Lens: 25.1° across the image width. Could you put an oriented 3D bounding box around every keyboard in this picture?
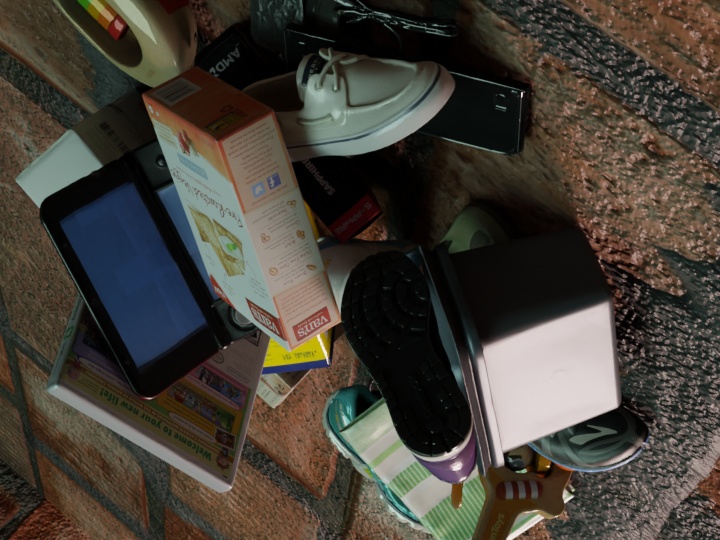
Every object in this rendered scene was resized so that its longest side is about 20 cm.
[{"bbox_3d":[0.034,-0.157,1.235,0.199,0.021,0.127,16,142,14],"label":"keyboard"}]

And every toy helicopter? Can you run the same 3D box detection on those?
[{"bbox_3d":[0.127,0.209,1.514,0.132,0.201,0.079,28,157,-8],"label":"toy helicopter"}]

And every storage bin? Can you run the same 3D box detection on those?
[{"bbox_3d":[0.134,0.051,1.329,0.200,0.134,0.146,76,177,-48],"label":"storage bin"}]

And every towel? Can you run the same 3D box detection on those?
[{"bbox_3d":[0.100,0.192,1.621,0.200,0.152,0.023,49,-164,-12],"label":"towel"}]

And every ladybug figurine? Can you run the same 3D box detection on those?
[{"bbox_3d":[-0.221,-0.254,1.467,0.200,0.072,0.136,46,156,-7],"label":"ladybug figurine"}]

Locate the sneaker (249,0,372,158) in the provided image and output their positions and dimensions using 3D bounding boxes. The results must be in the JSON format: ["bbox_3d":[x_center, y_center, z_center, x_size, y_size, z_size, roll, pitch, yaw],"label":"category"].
[{"bbox_3d":[-0.043,-0.188,1.318,0.104,0.060,0.200,25,143,25],"label":"sneaker"}]

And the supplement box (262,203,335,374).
[{"bbox_3d":[-0.099,-0.002,1.589,0.108,0.110,0.200,-7,136,12],"label":"supplement box"}]

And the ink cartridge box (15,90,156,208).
[{"bbox_3d":[-0.234,-0.083,1.599,0.147,0.083,0.200,50,-162,-6],"label":"ink cartridge box"}]

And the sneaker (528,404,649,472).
[{"bbox_3d":[0.161,0.117,1.444,0.199,0.071,0.083,26,160,16],"label":"sneaker"}]

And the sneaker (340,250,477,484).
[{"bbox_3d":[0.040,0.081,1.292,0.088,0.075,0.201,64,-173,-56],"label":"sneaker"}]

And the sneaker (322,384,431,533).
[{"bbox_3d":[0.043,0.196,1.668,0.200,0.078,0.080,41,147,0],"label":"sneaker"}]

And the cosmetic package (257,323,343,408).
[{"bbox_3d":[-0.126,0.039,1.750,0.200,0.103,0.087,42,154,0],"label":"cosmetic package"}]

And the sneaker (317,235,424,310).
[{"bbox_3d":[0.000,0.000,1.444,0.080,0.077,0.200,21,-173,18],"label":"sneaker"}]

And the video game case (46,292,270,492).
[{"bbox_3d":[-0.177,0.078,1.469,0.200,0.183,0.022,35,139,-28],"label":"video game case"}]

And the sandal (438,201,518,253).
[{"bbox_3d":[0.087,0.008,1.430,0.080,0.057,0.201,37,154,15],"label":"sandal"}]

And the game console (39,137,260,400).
[{"bbox_3d":[-0.153,-0.017,1.429,0.201,0.172,0.119,63,-165,-10],"label":"game console"}]

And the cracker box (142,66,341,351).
[{"bbox_3d":[-0.094,-0.049,1.288,0.134,0.058,0.201,33,148,52],"label":"cracker box"}]

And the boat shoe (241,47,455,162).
[{"bbox_3d":[-0.019,-0.134,1.227,0.199,0.071,0.070,-5,136,46],"label":"boat shoe"}]

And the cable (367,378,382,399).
[{"bbox_3d":[0.092,0.192,1.718,0.199,0.051,0.164,26,148,32],"label":"cable"}]

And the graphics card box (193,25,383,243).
[{"bbox_3d":[-0.065,-0.121,1.410,0.200,0.051,0.126,51,-176,-13],"label":"graphics card box"}]
